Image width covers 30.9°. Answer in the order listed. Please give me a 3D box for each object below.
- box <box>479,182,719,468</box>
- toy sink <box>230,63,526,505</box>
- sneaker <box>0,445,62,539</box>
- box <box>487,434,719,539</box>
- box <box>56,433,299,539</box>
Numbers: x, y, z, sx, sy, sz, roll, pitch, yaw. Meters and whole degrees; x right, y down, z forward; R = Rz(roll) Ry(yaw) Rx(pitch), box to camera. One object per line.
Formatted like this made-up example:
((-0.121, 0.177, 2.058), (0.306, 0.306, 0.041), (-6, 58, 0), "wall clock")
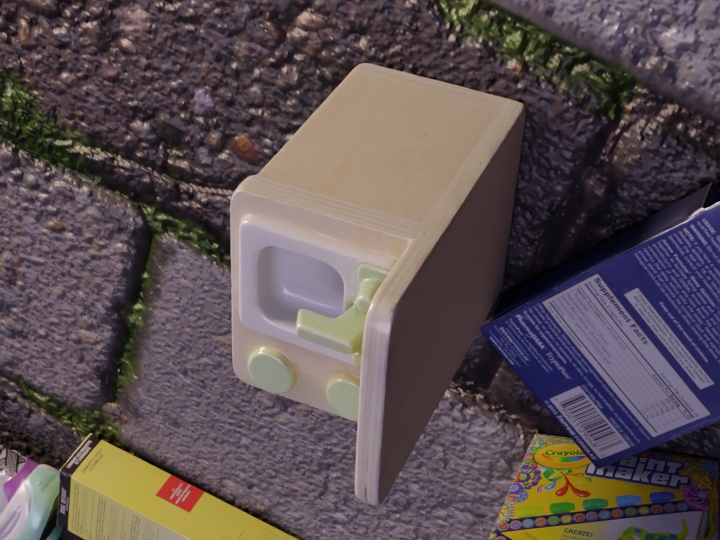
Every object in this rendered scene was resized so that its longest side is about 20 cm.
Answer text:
((0.175, 0.031, 0.728), (0.121, 0.032, 0.199), (49, 133, -12), "box")
((0.000, 0.000, 0.689), (0.111, 0.200, 0.132), (16, 131, 17), "toy sink")
((-0.328, 0.213, 1.124), (0.139, 0.078, 0.201), (31, 123, 7), "sneaker")
((0.145, 0.245, 0.795), (0.121, 0.193, 0.202), (5, 125, 25), "box")
((-0.143, 0.207, 1.026), (0.198, 0.050, 0.076), (24, 132, 12), "box")
